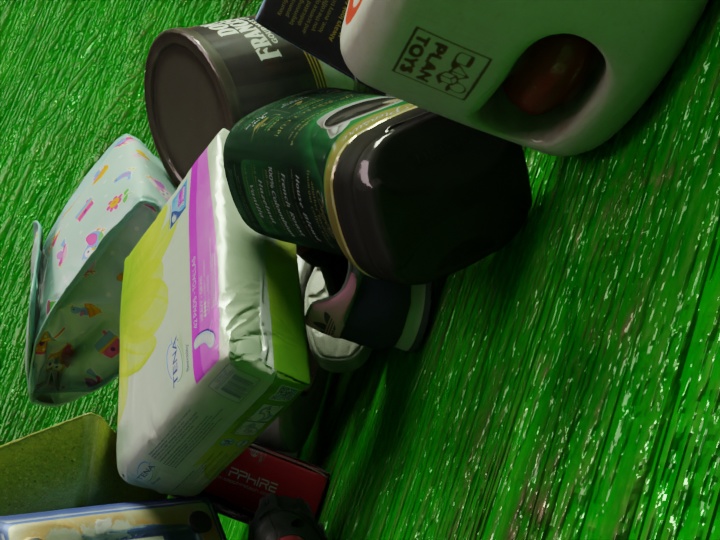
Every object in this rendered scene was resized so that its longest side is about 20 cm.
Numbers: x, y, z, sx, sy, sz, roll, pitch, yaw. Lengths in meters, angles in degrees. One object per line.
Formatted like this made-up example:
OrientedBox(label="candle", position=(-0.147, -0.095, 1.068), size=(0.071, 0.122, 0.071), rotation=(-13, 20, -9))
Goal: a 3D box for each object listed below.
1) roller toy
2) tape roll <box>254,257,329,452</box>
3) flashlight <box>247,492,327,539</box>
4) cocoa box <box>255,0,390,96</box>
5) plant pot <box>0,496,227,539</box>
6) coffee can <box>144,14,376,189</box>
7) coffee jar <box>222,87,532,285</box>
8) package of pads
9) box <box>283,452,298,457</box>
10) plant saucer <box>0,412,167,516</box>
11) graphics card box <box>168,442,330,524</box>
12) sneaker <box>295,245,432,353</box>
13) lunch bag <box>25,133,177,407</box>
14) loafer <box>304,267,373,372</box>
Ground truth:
OrientedBox(label="roller toy", position=(0.071, -0.154, 0.516), size=(0.200, 0.139, 0.183), rotation=(-95, 26, -69))
OrientedBox(label="tape roll", position=(-0.069, 0.047, 0.960), size=(0.202, 0.070, 0.203), rotation=(9, -90, -81))
OrientedBox(label="flashlight", position=(-0.044, 0.186, 0.703), size=(0.200, 0.068, 0.068), rotation=(-128, 58, -79))
OrientedBox(label="cocoa box", position=(0.045, -0.218, 0.724), size=(0.200, 0.131, 0.133), rotation=(-62, -4, 23))
OrientedBox(label="plant pot", position=(-0.167, 0.256, 0.733), size=(0.180, 0.199, 0.200), rotation=(-54, 48, 37))
OrientedBox(label="coffee can", position=(-0.060, -0.145, 0.978), size=(0.146, 0.199, 0.147), rotation=(30, 129, 45))
OrientedBox(label="coffee jar", position=(0.004, -0.052, 0.654), size=(0.200, 0.104, 0.086), rotation=(21, 131, 61))
OrientedBox(label="package of pads", position=(-0.104, 0.030, 0.772), size=(0.155, 0.068, 0.201), rotation=(-47, 36, 36))
OrientedBox(label="box", position=(-0.100, 0.194, 1.136), size=(0.200, 0.041, 0.039), rotation=(121, 167, -55))
OrientedBox(label="plant saucer", position=(-0.243, 0.186, 0.806), size=(0.200, 0.199, 0.048), rotation=(78, 171, -63))
OrientedBox(label="graphics card box", position=(-0.107, 0.170, 0.948), size=(0.200, 0.125, 0.051), rotation=(140, 151, -72))
OrientedBox(label="sneaker", position=(-0.003, -0.037, 0.783), size=(0.070, 0.082, 0.201), rotation=(112, 158, -45))
OrientedBox(label="lunch bag", position=(-0.219, 0.005, 0.994), size=(0.200, 0.122, 0.170), rotation=(-46, 28, 10))
OrientedBox(label="loafer", position=(0.000, 0.000, 0.897), size=(0.070, 0.070, 0.201), rotation=(80, -162, -49))
